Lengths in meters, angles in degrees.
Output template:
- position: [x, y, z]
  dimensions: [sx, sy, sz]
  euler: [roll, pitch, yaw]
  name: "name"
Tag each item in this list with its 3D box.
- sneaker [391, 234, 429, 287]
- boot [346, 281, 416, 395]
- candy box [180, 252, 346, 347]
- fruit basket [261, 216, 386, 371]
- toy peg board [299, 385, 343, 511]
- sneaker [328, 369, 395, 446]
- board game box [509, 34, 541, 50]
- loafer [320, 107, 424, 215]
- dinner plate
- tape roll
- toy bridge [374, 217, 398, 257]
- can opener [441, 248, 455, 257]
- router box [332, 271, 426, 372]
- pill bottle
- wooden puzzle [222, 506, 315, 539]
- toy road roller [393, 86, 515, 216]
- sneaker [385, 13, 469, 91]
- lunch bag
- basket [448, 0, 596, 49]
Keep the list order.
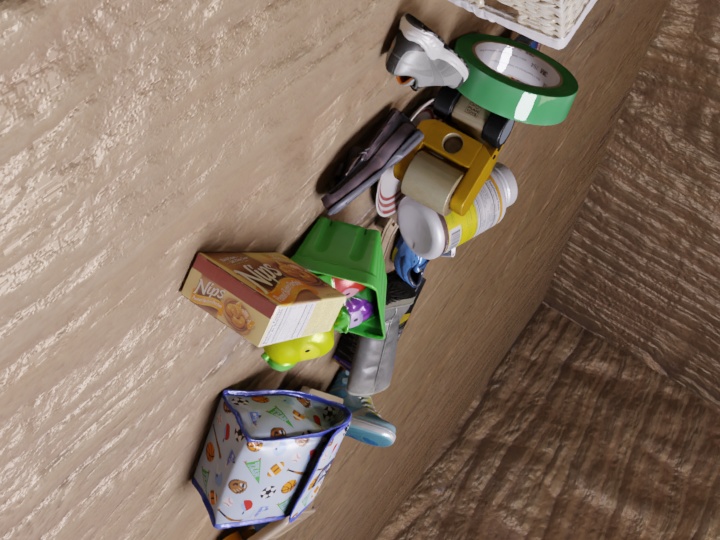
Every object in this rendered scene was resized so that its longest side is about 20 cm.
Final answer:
- position: [0.103, -0.053, 1.487]
  dimensions: [0.065, 0.079, 0.202]
  euler: [-15, 142, -21]
  name: "sneaker"
- position: [0.006, 0.122, 1.455]
  dimensions: [0.178, 0.073, 0.203]
  euler: [-1, 127, -35]
  name: "boot"
- position: [-0.107, 0.029, 1.002]
  dimensions: [0.056, 0.114, 0.199]
  euler: [-63, 162, 12]
  name: "candy box"
- position: [-0.045, 0.055, 1.195]
  dimensions: [0.215, 0.152, 0.221]
  euler: [14, 90, -78]
  name: "fruit basket"
- position: [-0.125, 0.292, 1.436]
  dimensions: [0.200, 0.096, 0.204]
  euler: [42, 63, -71]
  name: "toy peg board"
- position: [0.006, 0.240, 1.567]
  dimensions: [0.080, 0.197, 0.132]
  euler: [47, 63, -39]
  name: "sneaker"
- position: [0.264, -0.338, 1.541]
  dimensions: [0.200, 0.061, 0.202]
  euler: [-49, 159, -35]
  name: "board game box"
- position: [0.007, -0.150, 1.158]
  dimensions: [0.200, 0.063, 0.072]
  euler: [-43, -174, -33]
  name: "loafer"
- position: [0.074, -0.178, 1.329]
  dimensions: [0.201, 0.024, 0.202]
  euler: [-51, 159, -28]
  name: "dinner plate"
- position: [0.230, -0.292, 1.292]
  dimensions: [0.200, 0.198, 0.049]
  euler: [-36, 152, -51]
  name: "tape roll"
- position: [0.000, 0.000, 1.337]
  dimensions: [0.202, 0.027, 0.067]
  euler: [-55, -157, -19]
  name: "toy bridge"
- position: [0.149, -0.052, 1.538]
  dimensions: [0.200, 0.065, 0.054]
  euler: [-176, -97, -77]
  name: "can opener"
- position: [0.038, 0.090, 1.594]
  dimensions: [0.199, 0.052, 0.160]
  euler: [-22, 138, -63]
  name: "router box"
- position: [0.163, -0.105, 1.395]
  dimensions: [0.198, 0.109, 0.111]
  euler: [-28, 148, -29]
  name: "pill bottle"
- position: [-0.182, 0.469, 1.518]
  dimensions: [0.183, 0.047, 0.200]
  euler: [-35, 166, 2]
  name: "wooden puzzle"
- position: [0.150, -0.172, 1.308]
  dimensions: [0.202, 0.121, 0.146]
  euler: [-57, 162, -10]
  name: "toy road roller"
- position: [0.086, -0.278, 1.148]
  dimensions: [0.080, 0.074, 0.199]
  euler: [-54, 158, 14]
  name: "sneaker"
- position: [-0.117, 0.269, 1.227]
  dimensions: [0.197, 0.124, 0.173]
  euler: [5, 121, -38]
  name: "lunch bag"
- position: [0.215, -0.425, 1.062]
  dimensions: [0.202, 0.196, 0.161]
  euler: [-57, 158, -6]
  name: "basket"
